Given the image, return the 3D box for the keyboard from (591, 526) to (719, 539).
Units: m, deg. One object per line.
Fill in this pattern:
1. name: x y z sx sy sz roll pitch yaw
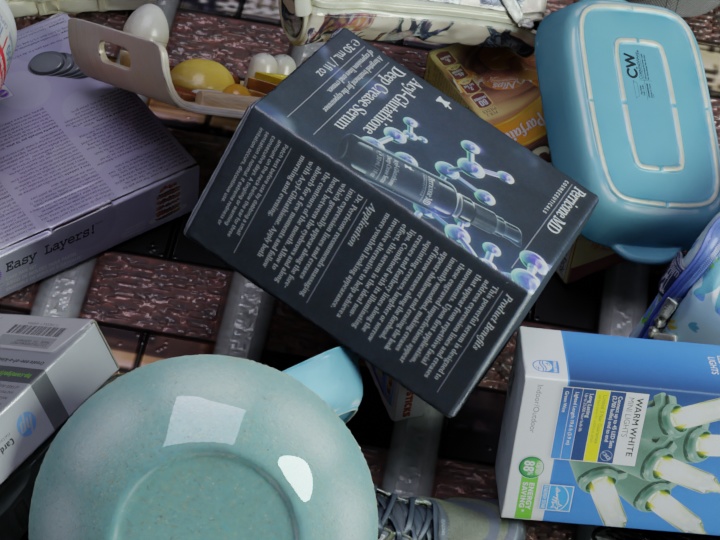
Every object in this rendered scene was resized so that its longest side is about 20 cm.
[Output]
1. keyboard: 0.222 0.146 1.342 0.199 0.040 0.104 21 49 14

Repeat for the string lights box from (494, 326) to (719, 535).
1. string lights box: 0.186 0.098 1.290 0.199 0.103 0.059 5 29 -3

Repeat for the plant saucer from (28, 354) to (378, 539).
1. plant saucer: -0.087 0.149 1.216 0.200 0.202 0.039 -1 6 -7

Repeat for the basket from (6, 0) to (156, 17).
1. basket: -0.245 -0.269 1.603 0.199 0.136 0.124 -4 53 -10

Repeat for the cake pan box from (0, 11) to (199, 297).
1. cake pan box: -0.239 -0.077 1.486 0.199 0.052 0.184 -27 54 -27

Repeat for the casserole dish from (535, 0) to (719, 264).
1. casserole dish: 0.185 -0.103 1.453 0.121 0.039 0.201 3 65 -22

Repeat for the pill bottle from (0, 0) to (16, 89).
1. pill bottle: -0.297 -0.099 1.393 0.112 0.113 0.201 9 49 2

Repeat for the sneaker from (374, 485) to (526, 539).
1. sneaker: 0.001 0.155 1.282 0.199 0.081 0.074 -2 49 -8

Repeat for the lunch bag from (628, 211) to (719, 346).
1. lunch bag: 0.256 0.006 1.389 0.082 0.161 0.200 40 53 14

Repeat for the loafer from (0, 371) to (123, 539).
1. loafer: -0.209 0.121 1.301 0.063 0.072 0.200 28 53 26

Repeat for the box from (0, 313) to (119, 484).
1. box: -0.261 0.100 1.281 0.155 0.041 0.200 1 36 43

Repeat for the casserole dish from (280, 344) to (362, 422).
1. casserole dish: -0.078 0.105 1.302 0.199 0.121 0.039 -23 77 -25

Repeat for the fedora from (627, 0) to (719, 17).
1. fedora: 0.246 -0.272 1.683 0.176 0.090 0.201 1 55 -3

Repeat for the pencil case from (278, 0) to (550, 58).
1. pencil case: 0.035 -0.190 1.496 0.199 0.078 0.089 1 15 -22

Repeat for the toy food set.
1. toy food set: -0.083 -0.141 1.474 0.199 0.061 0.143 4 10 -34

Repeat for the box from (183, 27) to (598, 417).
1. box: 0.021 -0.033 1.319 0.200 0.107 0.148 34 32 4

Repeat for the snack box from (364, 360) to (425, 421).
1. snack box: 0.000 0.000 1.426 0.024 0.072 0.200 -11 51 -17

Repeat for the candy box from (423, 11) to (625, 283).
1. candy box: 0.142 -0.091 1.533 0.115 0.055 0.200 -20 52 -23
